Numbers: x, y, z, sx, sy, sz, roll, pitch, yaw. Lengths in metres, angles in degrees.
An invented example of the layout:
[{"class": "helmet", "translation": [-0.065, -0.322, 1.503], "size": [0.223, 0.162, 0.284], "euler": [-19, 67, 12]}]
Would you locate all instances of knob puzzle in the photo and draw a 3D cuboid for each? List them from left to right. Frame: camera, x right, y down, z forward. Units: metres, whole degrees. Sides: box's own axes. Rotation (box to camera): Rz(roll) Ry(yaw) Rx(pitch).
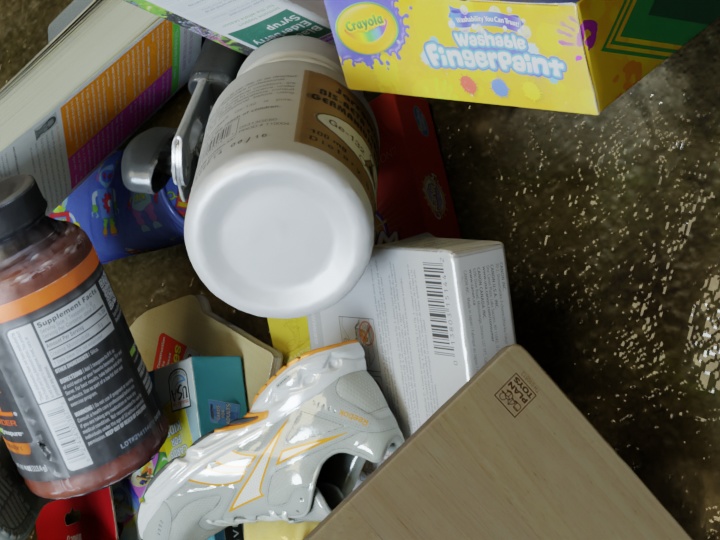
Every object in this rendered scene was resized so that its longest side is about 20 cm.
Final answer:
[{"class": "knob puzzle", "translation": [-0.129, 0.113, 1.392], "size": [0.219, 0.030, 0.221], "euler": [-2, 88, 49]}]

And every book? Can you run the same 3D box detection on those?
[{"class": "book", "translation": [-0.190, -0.114, 1.330], "size": [0.048, 0.134, 0.200], "euler": [37, 67, 15]}]

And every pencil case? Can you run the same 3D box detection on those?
[{"class": "pencil case", "translation": [-0.157, -0.057, 1.404], "size": [0.200, 0.078, 0.087], "euler": [-10, 88, 55]}]

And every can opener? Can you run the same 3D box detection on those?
[{"class": "can opener", "translation": [-0.115, -0.122, 1.315], "size": [0.066, 0.054, 0.201], "euler": [3, 40, 9]}]

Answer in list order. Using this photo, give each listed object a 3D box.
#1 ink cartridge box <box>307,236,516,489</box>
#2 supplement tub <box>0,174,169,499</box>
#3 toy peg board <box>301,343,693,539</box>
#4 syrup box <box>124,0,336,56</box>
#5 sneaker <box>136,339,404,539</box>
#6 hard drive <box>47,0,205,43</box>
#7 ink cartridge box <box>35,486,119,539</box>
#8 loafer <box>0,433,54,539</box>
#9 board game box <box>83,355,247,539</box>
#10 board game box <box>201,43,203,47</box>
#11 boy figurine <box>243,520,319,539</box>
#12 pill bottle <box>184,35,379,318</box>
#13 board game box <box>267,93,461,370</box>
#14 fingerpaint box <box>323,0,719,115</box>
[{"class": "ink cartridge box", "translation": [0.035, 0.080, 1.206], "size": [0.176, 0.045, 0.201], "euler": [5, 104, 57]}, {"class": "supplement tub", "translation": [-0.207, 0.041, 1.254], "size": [0.107, 0.107, 0.201], "euler": [-4, 115, 41]}, {"class": "toy peg board", "translation": [0.072, 0.184, 1.095], "size": [0.199, 0.200, 0.098], "euler": [-43, 4, -15]}, {"class": "syrup box", "translation": [-0.076, -0.201, 1.275], "size": [0.078, 0.199, 0.082], "euler": [-15, 67, 38]}, {"class": "sneaker", "translation": [-0.057, 0.135, 1.205], "size": [0.200, 0.076, 0.092], "euler": [-42, 71, 23]}, {"class": "hard drive", "translation": [-0.170, -0.197, 1.488], "size": [0.200, 0.033, 0.140], "euler": [-38, 43, 30]}, {"class": "ink cartridge box", "translation": [-0.234, 0.247, 1.364], "size": [0.200, 0.083, 0.177], "euler": [-28, 66, 61]}, {"class": "loafer", "translation": [-0.252, 0.148, 1.322], "size": [0.069, 0.200, 0.075], "euler": [-29, 95, 12]}, {"class": "board game box", "translation": [-0.132, 0.173, 1.336], "size": [0.151, 0.047, 0.201], "euler": [-21, 73, 47]}, {"class": "board game box", "translation": [-0.034, -0.178, 1.387], "size": [0.200, 0.028, 0.136], "euler": [-42, 55, 26]}, {"class": "boy figurine", "translation": [-0.001, 0.218, 1.220], "size": [0.200, 0.064, 0.125], "euler": [41, 146, 37]}, {"class": "pill bottle", "translation": [-0.045, -0.067, 1.208], "size": [0.114, 0.114, 0.200], "euler": [-45, 20, 24]}, {"class": "board game box", "translation": [0.000, 0.000, 1.304], "size": [0.153, 0.040, 0.201], "euler": [-30, 61, 33]}, {"class": "fingerpaint box", "translation": [0.106, -0.168, 1.166], "size": [0.199, 0.167, 0.074], "euler": [10, 127, 42]}]
